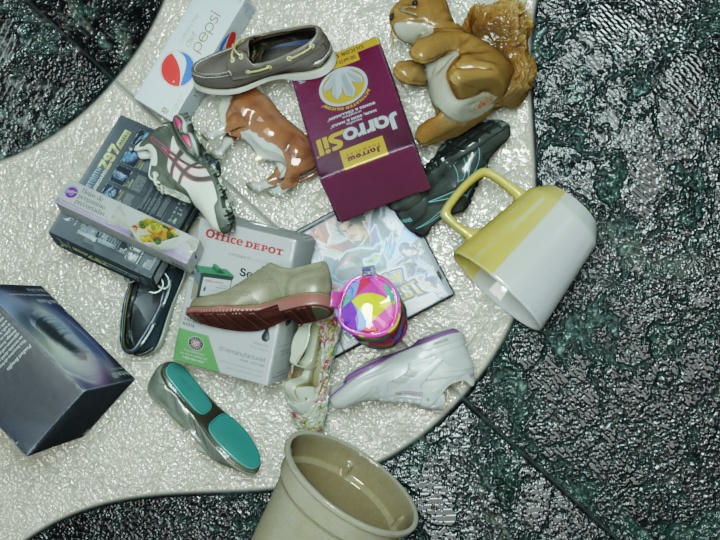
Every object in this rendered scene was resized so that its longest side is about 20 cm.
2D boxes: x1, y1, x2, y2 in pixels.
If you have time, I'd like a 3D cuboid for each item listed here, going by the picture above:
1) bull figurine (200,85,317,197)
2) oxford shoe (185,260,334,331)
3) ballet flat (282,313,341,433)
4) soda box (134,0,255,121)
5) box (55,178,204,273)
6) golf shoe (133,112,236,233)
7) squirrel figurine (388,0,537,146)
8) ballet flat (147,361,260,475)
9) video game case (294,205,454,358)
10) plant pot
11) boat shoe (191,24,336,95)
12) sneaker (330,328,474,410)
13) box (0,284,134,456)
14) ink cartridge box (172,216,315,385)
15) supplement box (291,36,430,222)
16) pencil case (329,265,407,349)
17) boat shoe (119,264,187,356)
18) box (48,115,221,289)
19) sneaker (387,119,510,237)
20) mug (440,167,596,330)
[{"bbox_3d":[-0.143,-0.188,1.421,0.200,0.065,0.122,39,71,2],"label":"bull figurine"},{"bbox_3d":[-0.127,0.031,1.328,0.199,0.070,0.075,-6,66,15],"label":"oxford shoe"},{"bbox_3d":[-0.074,0.131,1.399,0.075,0.064,0.201,17,104,37],"label":"ballet flat"},{"bbox_3d":[-0.228,-0.302,1.446,0.068,0.064,0.200,32,91,7],"label":"soda box"},{"bbox_3d":[-0.301,-0.058,1.361,0.199,0.041,0.039,24,71,9],"label":"box"},{"bbox_3d":[-0.225,-0.114,1.369,0.088,0.077,0.200,-27,57,-7],"label":"golf shoe"},{"bbox_3d":[0.133,-0.295,1.383,0.199,0.142,0.187,-17,67,-21],"label":"squirrel figurine"},{"bbox_3d":[-0.217,0.212,1.441,0.200,0.067,0.064,48,121,6],"label":"ballet flat"},{"bbox_3d":[0.000,0.000,1.431,0.200,0.026,0.181,-28,85,5],"label":"video game case"},{"bbox_3d":[-0.057,0.343,1.359,0.200,0.200,0.184,34,103,6],"label":"plant pot"},{"bbox_3d":[-0.134,-0.278,1.360,0.199,0.060,0.072,-5,56,17],"label":"boat shoe"},{"bbox_3d":[0.059,0.153,1.390,0.199,0.075,0.100,-22,88,0],"label":"sneaker"},{"bbox_3d":[-0.434,0.125,1.392,0.198,0.200,0.123,44,93,5],"label":"box"},{"bbox_3d":[-0.156,0.036,1.403,0.146,0.084,0.201,13,97,14],"label":"ink cartridge box"},{"bbox_3d":[-0.003,-0.184,1.357,0.131,0.103,0.200,-20,56,5],"label":"supplement box"},{"bbox_3d":[0.015,0.053,1.315,0.088,0.200,0.089,-1,80,6],"label":"pencil case"},{"bbox_3d":[-0.292,0.019,1.445,0.075,0.062,0.201,17,89,15],"label":"boat shoe"},{"bbox_3d":[-0.305,-0.095,1.425,0.157,0.051,0.200,24,70,6],"label":"box"},{"bbox_3d":[0.126,-0.127,1.403,0.200,0.075,0.079,-38,113,-6],"label":"sneaker"},{"bbox_3d":[0.214,-0.039,1.344,0.153,0.149,0.187,-47,119,-4],"label":"mug"}]
